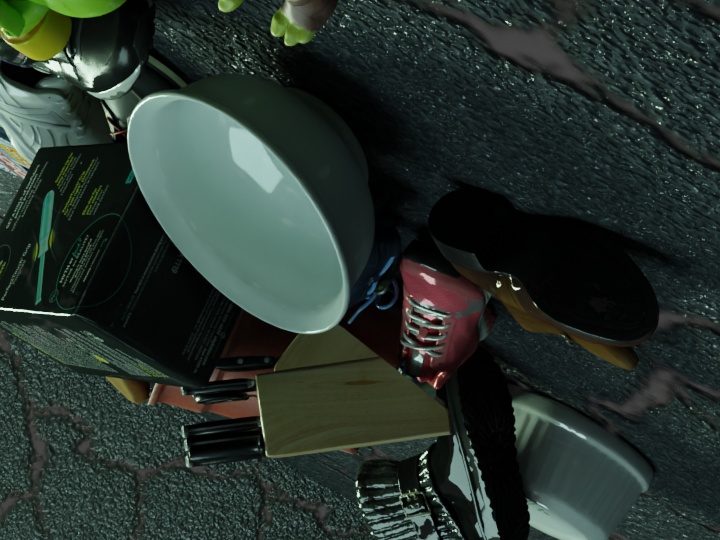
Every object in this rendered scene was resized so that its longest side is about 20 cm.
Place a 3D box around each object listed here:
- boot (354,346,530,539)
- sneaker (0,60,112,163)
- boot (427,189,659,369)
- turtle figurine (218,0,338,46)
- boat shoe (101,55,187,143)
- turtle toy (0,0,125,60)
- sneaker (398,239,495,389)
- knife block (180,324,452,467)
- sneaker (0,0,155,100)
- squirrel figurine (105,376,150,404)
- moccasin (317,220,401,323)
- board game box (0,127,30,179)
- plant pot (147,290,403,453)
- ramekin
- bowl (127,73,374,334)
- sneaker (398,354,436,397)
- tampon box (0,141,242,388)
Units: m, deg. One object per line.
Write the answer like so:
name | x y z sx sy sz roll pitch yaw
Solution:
boot | 0.066 0.175 1.582 0.157 0.212 0.079 -3 -168 37
sneaker | -0.256 -0.142 1.364 0.099 0.078 0.200 -12 154 36
boot | 0.152 0.034 1.169 0.188 0.069 0.200 20 165 35
turtle figurine | -0.082 -0.182 0.854 0.199 0.065 0.161 17 170 24
boat shoe | -0.160 -0.116 1.285 0.073 0.063 0.201 22 164 36
turtle toy | -0.206 -0.196 0.953 0.200 0.101 0.146 40 -177 32
sneaker | 0.065 0.044 1.349 0.073 0.087 0.200 24 166 18
knife block | -0.046 0.130 1.379 0.200 0.176 0.064 37 179 7
sneaker | -0.216 -0.162 1.133 0.087 0.076 0.200 9 -179 -38
squirrel figurine | -0.215 -0.021 1.495 0.141 0.187 0.200 26 154 30
moccasin | 0.000 0.000 1.289 0.068 0.081 0.200 -9 180 -4
board game box | -0.324 -0.131 1.575 0.199 0.062 0.200 23 166 28
plant pot | -0.066 0.062 1.512 0.194 0.202 0.201 22 168 -6
ramekin | 0.184 0.199 1.666 0.202 0.095 0.202 27 167 7
bowl | -0.059 -0.062 1.141 0.201 0.090 0.202 32 148 23
sneaker | 0.022 0.081 1.624 0.199 0.074 0.081 23 162 19
tampon box | -0.189 -0.005 1.295 0.126 0.151 0.200 34 162 -33
